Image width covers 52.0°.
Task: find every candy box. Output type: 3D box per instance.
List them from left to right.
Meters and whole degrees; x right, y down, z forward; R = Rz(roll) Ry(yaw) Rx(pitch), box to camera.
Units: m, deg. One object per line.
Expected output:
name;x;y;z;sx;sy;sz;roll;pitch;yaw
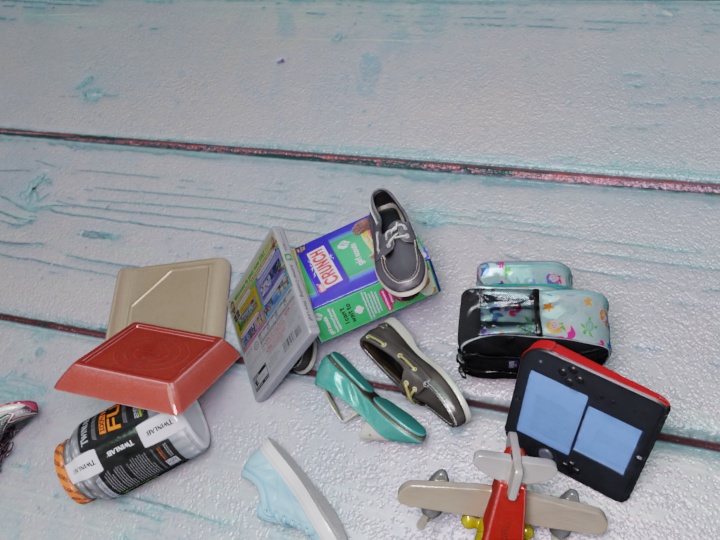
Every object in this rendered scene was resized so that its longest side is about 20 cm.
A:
candy box;0.000;0.000;1.126;0.198;0.077;0.170;-25;37;1

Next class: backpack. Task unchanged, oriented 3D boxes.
backpack;0.235;0.074;0.997;0.197;0.178;0.152;4;68;12

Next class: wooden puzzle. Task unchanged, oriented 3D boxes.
wooden puzzle;-0.317;0.072;1.226;0.197;0.037;0.187;-4;61;7

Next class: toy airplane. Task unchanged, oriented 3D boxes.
toy airplane;0.173;0.294;0.912;0.198;0.141;0.201;-38;92;6

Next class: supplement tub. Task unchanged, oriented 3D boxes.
supplement tub;-0.332;0.251;1.077;0.198;0.123;0.123;-28;59;-2

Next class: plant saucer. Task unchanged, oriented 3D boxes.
plant saucer;-0.304;0.131;1.076;0.197;0.037;0.200;9;21;14

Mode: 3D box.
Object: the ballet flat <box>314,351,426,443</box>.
ballet flat;0.008;0.200;1.060;0.199;0.067;0.071;38;100;29

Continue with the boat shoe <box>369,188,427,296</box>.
boat shoe;0.044;-0.044;1.041;0.072;0.063;0.201;-18;39;5

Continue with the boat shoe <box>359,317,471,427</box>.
boat shoe;0.075;0.152;1.045;0.060;0.072;0.201;-27;50;-21

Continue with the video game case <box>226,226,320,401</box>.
video game case;-0.136;0.067;1.100;0.022;0.200;0.183;-1;55;-35

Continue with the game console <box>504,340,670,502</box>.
game console;0.271;0.189;0.916;0.176;0.202;0.031;28;48;27

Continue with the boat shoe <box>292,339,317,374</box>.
boat shoe;-0.123;0.068;1.149;0.071;0.060;0.203;-36;54;21

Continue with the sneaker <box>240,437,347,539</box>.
sneaker;-0.095;0.327;1.011;0.082;0.074;0.200;-45;52;-2

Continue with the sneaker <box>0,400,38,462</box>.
sneaker;-0.583;0.281;1.159;0.200;0.081;0.075;-43;74;-2
